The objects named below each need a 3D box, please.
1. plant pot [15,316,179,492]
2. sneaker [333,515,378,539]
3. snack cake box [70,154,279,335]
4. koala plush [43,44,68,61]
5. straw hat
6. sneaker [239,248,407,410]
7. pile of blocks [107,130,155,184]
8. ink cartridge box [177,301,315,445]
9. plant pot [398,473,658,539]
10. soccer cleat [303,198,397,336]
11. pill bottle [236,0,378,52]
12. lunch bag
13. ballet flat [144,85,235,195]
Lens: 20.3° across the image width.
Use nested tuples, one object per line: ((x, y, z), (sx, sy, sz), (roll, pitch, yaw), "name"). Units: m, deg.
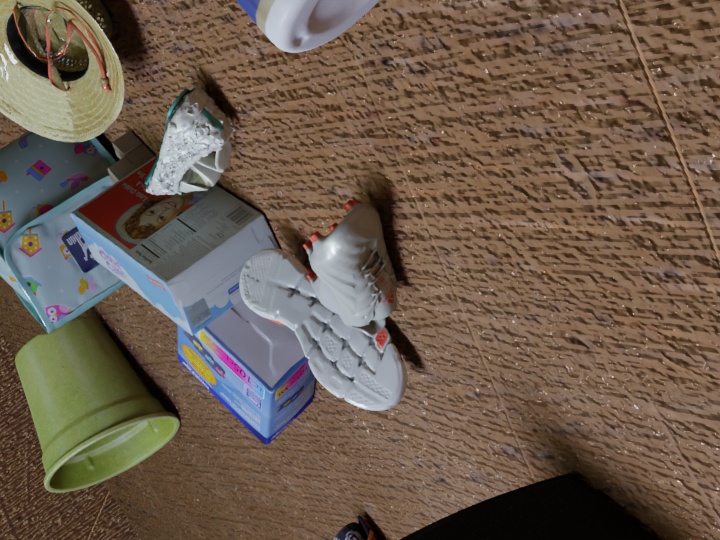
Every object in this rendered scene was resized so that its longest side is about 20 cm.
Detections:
((-0.375, 0.173, 2.739), (0.185, 0.200, 0.201), (60, 165, 17), "plant pot")
((0.014, 0.323, 2.141), (0.112, 0.077, 0.200), (54, 163, -3), "sneaker")
((-0.173, -0.029, 1.898), (0.200, 0.115, 0.067), (33, 154, 50), "snack cake box")
((-0.379, -0.250, 1.939), (0.183, 0.177, 0.201), (-5, 116, 59), "koala plush")
((-0.276, -0.219, 1.855), (0.200, 0.085, 0.202), (21, 140, 19), "straw hat")
((-0.019, 0.051, 1.761), (0.200, 0.077, 0.082), (44, -172, 31), "sneaker")
((-0.205, -0.041, 2.049), (0.201, 0.062, 0.082), (57, 163, -7), "pile of blocks")
((-0.114, 0.088, 2.015), (0.136, 0.076, 0.200), (43, 162, 13), "ink cartridge box")
((0.148, 0.276, 1.526), (0.199, 0.177, 0.201), (36, 156, 44), "plant pot")
((0.000, 0.000, 1.590), (0.078, 0.069, 0.200), (46, 169, 9), "soccer cleat")
((-0.068, -0.239, 1.220), (0.200, 0.111, 0.111), (50, 163, 13), "pill bottle")
((-0.315, -0.048, 2.138), (0.200, 0.170, 0.122), (50, 165, 26), "lunch bag")
((-0.150, -0.101, 1.791), (0.072, 0.072, 0.200), (53, 163, 4), "ballet flat")
